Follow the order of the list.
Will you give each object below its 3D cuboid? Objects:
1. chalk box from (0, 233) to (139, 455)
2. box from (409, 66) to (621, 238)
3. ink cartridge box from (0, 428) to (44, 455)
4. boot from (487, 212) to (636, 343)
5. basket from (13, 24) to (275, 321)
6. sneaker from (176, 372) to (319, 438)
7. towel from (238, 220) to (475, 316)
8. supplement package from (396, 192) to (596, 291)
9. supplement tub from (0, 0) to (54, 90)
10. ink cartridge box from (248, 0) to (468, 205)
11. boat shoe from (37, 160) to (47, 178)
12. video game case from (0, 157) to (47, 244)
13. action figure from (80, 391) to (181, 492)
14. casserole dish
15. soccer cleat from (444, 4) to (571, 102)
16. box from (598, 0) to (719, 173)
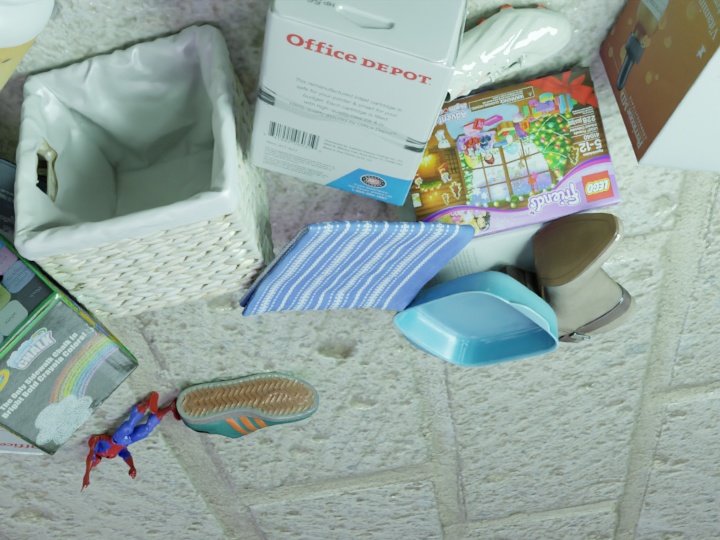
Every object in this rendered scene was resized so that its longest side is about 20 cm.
[{"bbox_3d":[-0.318,0.056,0.919,0.124,0.124,0.200,-46,148,-11],"label":"chalk box"},{"bbox_3d":[0.144,-0.110,1.014,0.199,0.138,0.039,-13,176,8],"label":"box"},{"bbox_3d":[-0.457,0.154,1.316,0.144,0.084,0.200,8,142,-20],"label":"ink cartridge box"},{"bbox_3d":[0.230,0.015,1.047,0.146,0.071,0.200,22,147,-30],"label":"boot"},{"bbox_3d":[-0.189,-0.084,0.942,0.199,0.199,0.161,-14,148,8],"label":"basket"},{"bbox_3d":[-0.155,0.195,1.447,0.199,0.072,0.080,-3,149,2],"label":"sneaker"},{"bbox_3d":[0.000,0.000,0.961,0.199,0.024,0.145,-2,149,-38],"label":"towel"},{"bbox_3d":[0.148,-0.050,1.109,0.199,0.120,0.121,-13,145,7],"label":"supplement package"},{"bbox_3d":[-0.327,-0.203,0.790,0.144,0.145,0.200,21,136,-34],"label":"supplement tub"},{"bbox_3d":[-0.007,-0.154,0.840,0.145,0.085,0.200,16,150,-3],"label":"ink cartridge box"},{"bbox_3d":[-0.321,-0.026,1.098,0.074,0.075,0.203,-10,145,4],"label":"boat shoe"},{"bbox_3d":[-0.370,-0.010,0.972,0.143,0.019,0.201,26,91,-44],"label":"video game case"},{"bbox_3d":[-0.340,0.261,1.481,0.065,0.099,0.200,26,136,-36],"label":"action figure"},{"bbox_3d":[0.120,0.049,1.053,0.121,0.039,0.200,34,153,-22],"label":"casserole dish"},{"bbox_3d":[0.099,-0.191,0.942,0.199,0.078,0.069,-9,145,2],"label":"soccer cleat"},{"bbox_3d":[0.313,-0.207,0.893,0.106,0.153,0.200,3,143,-16],"label":"box"}]
